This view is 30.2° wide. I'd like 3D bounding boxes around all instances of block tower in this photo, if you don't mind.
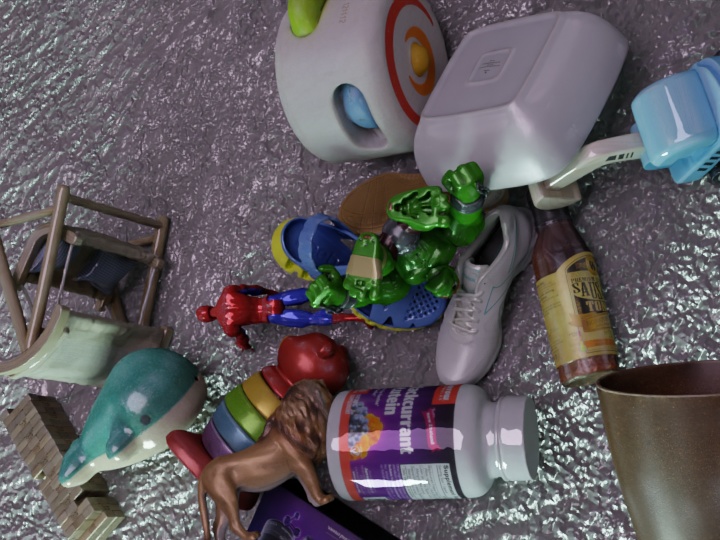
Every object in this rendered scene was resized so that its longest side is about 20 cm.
[{"bbox_3d":[-0.363,0.236,1.618,0.058,0.054,0.200,-46,63,14],"label":"block tower"}]

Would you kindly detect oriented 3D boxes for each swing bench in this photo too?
[{"bbox_3d":[-0.323,0.028,1.546,0.128,0.198,0.203,-11,76,27],"label":"swing bench"}]

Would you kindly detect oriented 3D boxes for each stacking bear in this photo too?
[{"bbox_3d":[-0.094,0.150,1.449,0.114,0.121,0.200,44,96,21],"label":"stacking bear"}]

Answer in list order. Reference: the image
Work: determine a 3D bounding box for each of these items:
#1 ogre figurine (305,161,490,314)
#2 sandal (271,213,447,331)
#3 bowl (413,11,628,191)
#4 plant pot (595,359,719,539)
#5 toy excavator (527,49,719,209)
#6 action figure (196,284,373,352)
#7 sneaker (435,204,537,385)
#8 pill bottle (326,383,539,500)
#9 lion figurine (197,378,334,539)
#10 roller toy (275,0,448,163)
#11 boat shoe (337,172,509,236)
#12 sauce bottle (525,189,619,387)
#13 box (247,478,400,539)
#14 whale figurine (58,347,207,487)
[{"bbox_3d":[0.051,-0.024,1.295,0.098,0.120,0.201,37,98,26],"label":"ogre figurine"},{"bbox_3d":[0.000,0.000,1.393,0.198,0.087,0.080,24,73,-3],"label":"sandal"},{"bbox_3d":[0.146,-0.176,1.312,0.199,0.075,0.201,-1,51,47],"label":"bowl"},{"bbox_3d":[0.309,0.193,1.181,0.185,0.186,0.203,-3,94,29],"label":"plant pot"},{"bbox_3d":[0.272,-0.125,1.256,0.198,0.195,0.101,-8,72,-18],"label":"toy excavator"},{"bbox_3d":[-0.081,0.048,1.489,0.197,0.099,0.066,-3,76,7],"label":"action figure"},{"bbox_3d":[0.116,0.024,1.363,0.070,0.080,0.202,22,94,29],"label":"sneaker"},{"bbox_3d":[0.074,0.171,1.335,0.197,0.111,0.113,-5,79,17],"label":"pill bottle"},{"bbox_3d":[-0.101,0.202,1.362,0.198,0.072,0.123,-27,83,-7],"label":"lion figurine"},{"bbox_3d":[0.011,-0.211,1.405,0.138,0.199,0.185,-6,88,29],"label":"roller toy"},{"bbox_3d":[0.066,-0.065,1.411,0.198,0.069,0.075,-11,60,37],"label":"boat shoe"},{"bbox_3d":[0.204,0.012,1.321,0.065,0.066,0.202,-19,74,26],"label":"sauce bottle"},{"bbox_3d":[-0.031,0.327,1.398,0.199,0.079,0.143,26,98,31],"label":"box"},{"bbox_3d":[-0.271,0.164,1.519,0.199,0.159,0.104,-33,103,15],"label":"whale figurine"}]
